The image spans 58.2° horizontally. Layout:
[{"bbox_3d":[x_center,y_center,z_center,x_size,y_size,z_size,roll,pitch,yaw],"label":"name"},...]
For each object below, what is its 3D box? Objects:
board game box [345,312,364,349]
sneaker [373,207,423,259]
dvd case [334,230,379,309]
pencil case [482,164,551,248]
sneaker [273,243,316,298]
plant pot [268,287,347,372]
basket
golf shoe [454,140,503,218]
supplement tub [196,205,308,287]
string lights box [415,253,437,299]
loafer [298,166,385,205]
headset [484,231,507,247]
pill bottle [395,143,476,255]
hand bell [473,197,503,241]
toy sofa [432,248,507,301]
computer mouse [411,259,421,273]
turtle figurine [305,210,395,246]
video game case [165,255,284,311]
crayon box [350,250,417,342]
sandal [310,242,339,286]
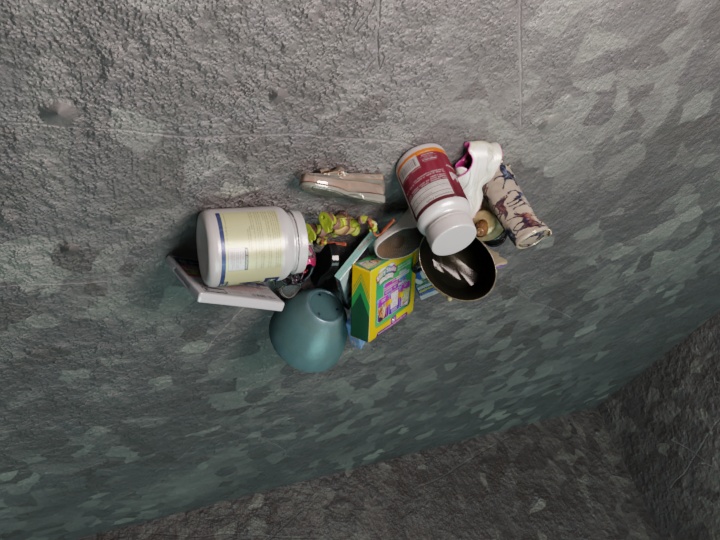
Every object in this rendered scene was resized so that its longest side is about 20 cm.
[{"bbox_3d":[0.032,0.080,1.603,0.203,0.036,0.152,-60,164,-20],"label":"board game box"},{"bbox_3d":[0.104,-0.091,1.436,0.196,0.085,0.074,-26,128,-19],"label":"sneaker"},{"bbox_3d":[0.000,0.000,1.507,0.147,0.022,0.201,-51,164,-15],"label":"dvd case"},{"bbox_3d":[0.331,-0.140,1.401,0.088,0.203,0.078,-29,154,6],"label":"pencil case"},{"bbox_3d":[-0.150,0.005,1.464,0.079,0.076,0.202,-6,148,-23],"label":"sneaker"},{"bbox_3d":[-0.108,0.122,1.554,0.195,0.204,0.136,0,144,-30],"label":"plant pot"},{"bbox_3d":[0.220,-0.020,1.434,0.137,0.179,0.200,-54,172,10],"label":"basket"},{"bbox_3d":[0.224,-0.186,1.374,0.089,0.076,0.204,9,119,-23],"label":"golf shoe"},{"bbox_3d":[-0.212,-0.049,1.264,0.195,0.148,0.146,-5,148,-24],"label":"supplement tub"},{"bbox_3d":[0.172,-0.007,1.659,0.101,0.060,0.201,-23,150,7],"label":"string lights box"},{"bbox_3d":[-0.034,-0.175,1.274,0.196,0.065,0.071,8,174,-35],"label":"loafer"},{"bbox_3d":[0.334,-0.099,1.575,0.194,0.096,0.124,-7,150,0],"label":"headset"},{"bbox_3d":[0.151,-0.141,1.285,0.111,0.204,0.115,-15,151,-8],"label":"pill bottle"},{"bbox_3d":[0.271,-0.099,1.427,0.103,0.106,0.200,-30,-175,18],"label":"hand bell"},{"bbox_3d":[0.279,0.009,1.634,0.198,0.097,0.084,-22,138,-45],"label":"toy sofa"},{"bbox_3d":[0.177,-0.080,1.511,0.202,0.034,0.058,-54,164,5],"label":"computer mouse"},{"bbox_3d":[-0.037,-0.096,1.367,0.196,0.066,0.160,-12,174,34],"label":"turtle figurine"},{"bbox_3d":[-0.279,0.027,1.329,0.197,0.181,0.023,10,108,-41],"label":"video game case"},{"bbox_3d":[0.056,0.042,1.495,0.198,0.057,0.177,-29,127,-49],"label":"crayon box"},{"bbox_3d":[-0.073,-0.010,1.430,0.047,0.078,0.200,-3,173,-20],"label":"sandal"}]
